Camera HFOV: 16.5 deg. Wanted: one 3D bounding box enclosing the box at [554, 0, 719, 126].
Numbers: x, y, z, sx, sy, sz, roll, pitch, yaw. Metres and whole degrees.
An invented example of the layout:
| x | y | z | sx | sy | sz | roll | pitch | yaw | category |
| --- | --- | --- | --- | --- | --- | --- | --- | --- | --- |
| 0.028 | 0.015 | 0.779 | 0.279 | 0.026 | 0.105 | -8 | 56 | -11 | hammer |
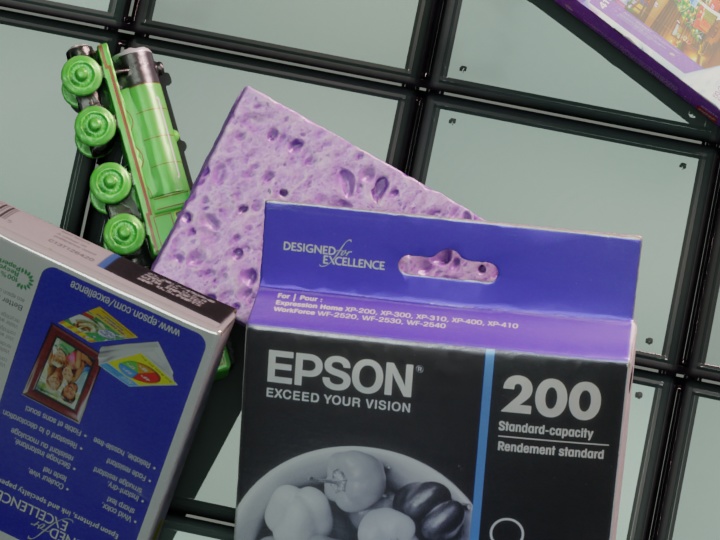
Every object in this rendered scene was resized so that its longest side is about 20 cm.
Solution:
| x | y | z | sx | sy | sz | roll | pitch | yaw | category |
| --- | --- | --- | --- | --- | --- | --- | --- | --- | --- |
| 0.200 | -0.198 | 1.328 | 0.137 | 0.039 | 0.200 | 38 | 86 | 7 | box |

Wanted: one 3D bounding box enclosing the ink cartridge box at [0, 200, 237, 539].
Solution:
| x | y | z | sx | sy | sz | roll | pitch | yaw | category |
| --- | --- | --- | --- | --- | --- | --- | --- | --- | --- |
| -0.185 | 0.072 | 1.298 | 0.197 | 0.047 | 0.201 | 24 | 113 | 7 | ink cartridge box |

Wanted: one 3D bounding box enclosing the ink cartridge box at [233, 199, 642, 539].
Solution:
| x | y | z | sx | sy | sz | roll | pitch | yaw | category |
| --- | --- | --- | --- | --- | --- | --- | --- | --- | --- |
| 0.038 | 0.073 | 1.262 | 0.197 | 0.043 | 0.201 | 5 | 107 | 5 | ink cartridge box |

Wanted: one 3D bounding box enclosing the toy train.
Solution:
| x | y | z | sx | sy | sz | roll | pitch | yaw | category |
| --- | --- | --- | --- | --- | --- | --- | --- | --- | --- |
| -0.113 | -0.030 | 1.326 | 0.056 | 0.042 | 0.201 | -14 | 81 | -8 | toy train |

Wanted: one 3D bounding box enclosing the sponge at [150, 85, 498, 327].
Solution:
| x | y | z | sx | sy | sz | roll | pitch | yaw | category |
| --- | --- | --- | --- | --- | --- | --- | --- | --- | --- |
| 0.000 | 0.000 | 1.299 | 0.199 | 0.030 | 0.112 | 29 | 85 | -5 | sponge |
